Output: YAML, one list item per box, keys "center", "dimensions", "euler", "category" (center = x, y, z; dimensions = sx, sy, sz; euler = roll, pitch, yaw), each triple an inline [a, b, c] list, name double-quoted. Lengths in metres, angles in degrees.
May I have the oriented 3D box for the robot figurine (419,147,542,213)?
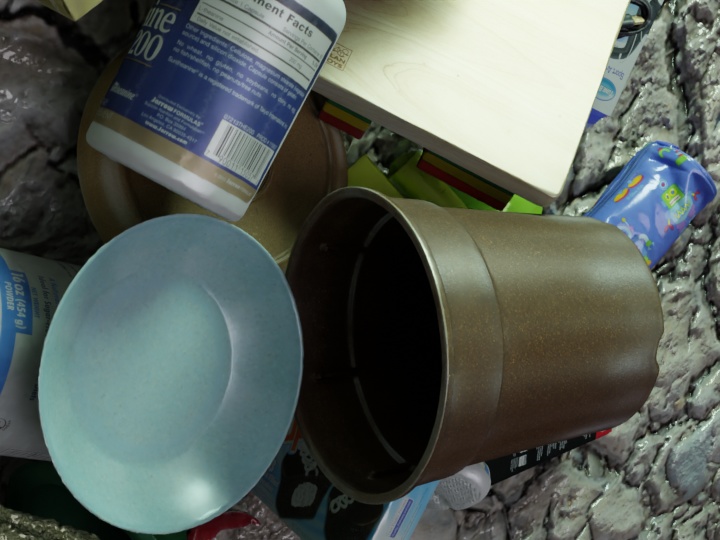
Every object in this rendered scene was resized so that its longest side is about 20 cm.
- center: [0.082, -0.020, 1.177]
  dimensions: [0.175, 0.116, 0.201]
  euler: [-15, 120, -43]
  category: "robot figurine"

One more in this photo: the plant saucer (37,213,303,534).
- center: [-0.123, 0.063, 0.929]
  dimensions: [0.201, 0.039, 0.202]
  euler: [-6, 99, -41]
  category: "plant saucer"

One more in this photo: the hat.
- center: [-0.143, 0.158, 1.089]
  dimensions: [0.166, 0.200, 0.176]
  euler: [46, 52, -1]
  category: "hat"

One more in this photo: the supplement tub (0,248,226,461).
- center: [-0.203, 0.059, 0.970]
  dimensions: [0.200, 0.132, 0.132]
  euler: [13, 102, -42]
  category: "supplement tub"

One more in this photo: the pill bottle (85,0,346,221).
- center: [-0.078, -0.141, 0.914]
  dimensions: [0.111, 0.111, 0.200]
  euler: [29, 88, -44]
  category: "pill bottle"

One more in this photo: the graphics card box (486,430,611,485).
- center: [0.148, 0.118, 1.344]
  dimensions: [0.200, 0.051, 0.126]
  euler: [-19, 122, -33]
  category: "graphics card box"

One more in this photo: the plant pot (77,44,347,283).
- center: [-0.092, -0.074, 1.004]
  dimensions: [0.200, 0.027, 0.201]
  euler: [4, 82, -28]
  category: "plant pot"

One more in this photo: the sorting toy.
- center: [0.068, -0.157, 1.046]
  dimensions: [0.200, 0.070, 0.199]
  euler: [26, 61, -5]
  category: "sorting toy"

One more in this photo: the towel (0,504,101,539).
- center: [-0.272, 0.186, 0.971]
  dimensions: [0.200, 0.037, 0.148]
  euler: [26, 137, -31]
  category: "towel"

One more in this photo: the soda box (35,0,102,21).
- center: [-0.132, -0.244, 0.925]
  dimensions: [0.200, 0.068, 0.064]
  euler: [-41, 132, -17]
  category: "soda box"

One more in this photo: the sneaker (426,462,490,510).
- center: [0.036, 0.123, 1.164]
  dimensions: [0.105, 0.200, 0.076]
  euler: [-56, 128, -27]
  category: "sneaker"

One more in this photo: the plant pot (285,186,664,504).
- center: [0.079, 0.043, 0.982]
  dimensions: [0.198, 0.200, 0.201]
  euler: [-3, 112, -32]
  category: "plant pot"

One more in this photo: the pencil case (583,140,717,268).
- center: [0.229, -0.032, 1.320]
  dimensions: [0.200, 0.078, 0.087]
  euler: [-45, 124, -14]
  category: "pencil case"

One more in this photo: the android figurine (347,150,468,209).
- center: [0.000, 0.000, 1.091]
  dimensions: [0.182, 0.041, 0.200]
  euler: [-43, 95, 5]
  category: "android figurine"

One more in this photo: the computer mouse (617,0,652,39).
- center: [0.142, -0.186, 1.162]
  dimensions: [0.199, 0.034, 0.059]
  euler: [-16, 107, -12]
  category: "computer mouse"

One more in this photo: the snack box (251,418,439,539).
- center: [-0.022, 0.142, 1.111]
  dimensions: [0.037, 0.200, 0.116]
  euler: [25, 94, -37]
  category: "snack box"

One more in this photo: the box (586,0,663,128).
- center: [0.194, -0.219, 1.229]
  dimensions: [0.119, 0.041, 0.200]
  euler: [18, 101, -43]
  category: "box"
